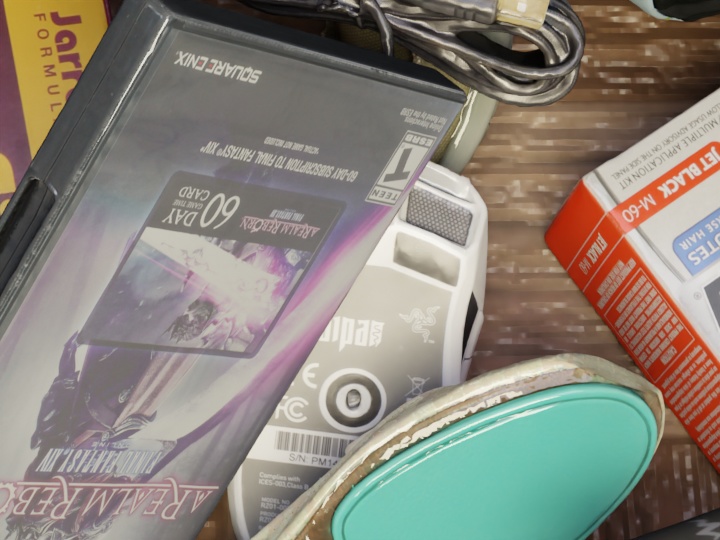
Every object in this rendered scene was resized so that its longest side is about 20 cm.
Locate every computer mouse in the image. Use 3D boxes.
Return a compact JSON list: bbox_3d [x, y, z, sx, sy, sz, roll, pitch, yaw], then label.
[{"bbox_3d":[0.000,0.000,0.801,0.109,0.044,0.200,8,105,-1],"label":"computer mouse"}]

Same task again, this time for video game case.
[{"bbox_3d":[-0.062,0.024,0.723,0.019,0.143,0.200,39,106,29],"label":"video game case"}]

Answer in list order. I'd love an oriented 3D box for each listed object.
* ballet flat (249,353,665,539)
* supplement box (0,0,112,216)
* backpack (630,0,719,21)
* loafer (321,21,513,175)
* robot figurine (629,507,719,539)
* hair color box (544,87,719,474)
[{"bbox_3d":[-0.006,0.079,0.767,0.200,0.062,0.067,-37,120,5],"label":"ballet flat"},{"bbox_3d":[-0.168,-0.028,0.796,0.200,0.086,0.111,-9,74,-10],"label":"supplement box"},{"bbox_3d":[0.138,-0.166,0.853,0.154,0.163,0.200,38,78,14],"label":"backpack"},{"bbox_3d":[0.002,-0.118,0.826,0.070,0.075,0.200,-1,94,-29],"label":"loafer"},{"bbox_3d":[0.075,0.146,0.737,0.200,0.125,0.151,-10,84,-33],"label":"robot figurine"},{"bbox_3d":[0.162,0.031,0.832,0.111,0.064,0.200,-34,81,-17],"label":"hair color box"}]
